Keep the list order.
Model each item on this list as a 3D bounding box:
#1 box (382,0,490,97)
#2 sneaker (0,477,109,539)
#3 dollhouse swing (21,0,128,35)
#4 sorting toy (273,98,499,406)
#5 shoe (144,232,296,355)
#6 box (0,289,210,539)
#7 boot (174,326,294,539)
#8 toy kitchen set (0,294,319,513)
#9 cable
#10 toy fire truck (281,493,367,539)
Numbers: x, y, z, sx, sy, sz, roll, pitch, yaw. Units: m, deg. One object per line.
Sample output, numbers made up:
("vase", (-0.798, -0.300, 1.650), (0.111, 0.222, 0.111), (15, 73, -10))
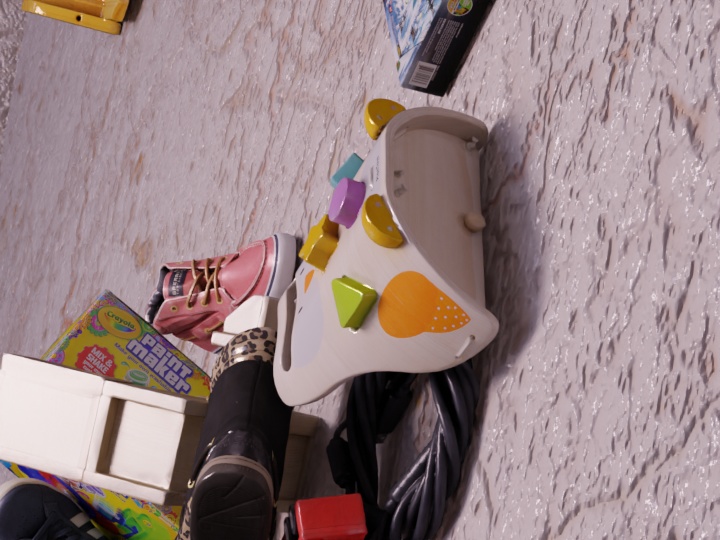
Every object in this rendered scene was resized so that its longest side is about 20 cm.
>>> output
("box", (0.074, -0.247, 1.566), (0.137, 0.040, 0.200), (-100, 28, -47))
("sneaker", (-0.232, 0.246, 1.791), (0.075, 0.200, 0.084), (-53, 39, -10))
("dollhouse swing", (-0.365, -0.426, 2.805), (0.176, 0.181, 0.201), (-51, -25, -86))
("sorting toy", (0.000, 0.000, 1.438), (0.180, 0.107, 0.201), (-47, 27, 34))
("shoe", (-0.129, 0.018, 1.908), (0.200, 0.091, 0.072), (134, 144, -57))
("box", (-0.198, 0.145, 1.813), (0.122, 0.200, 0.193), (-52, 6, -26))
("boot", (-0.090, 0.150, 1.507), (0.201, 0.073, 0.151), (101, 178, -47))
("toy kitchen set", (-0.148, 0.088, 1.655), (0.180, 0.200, 0.164), (11, 88, 29))
("cable", (0.024, 0.118, 1.454), (0.200, 0.051, 0.164), (127, 150, -50))
("toy fire truck", (-0.017, 0.227, 1.419), (0.200, 0.048, 0.142), (110, 153, -62))
